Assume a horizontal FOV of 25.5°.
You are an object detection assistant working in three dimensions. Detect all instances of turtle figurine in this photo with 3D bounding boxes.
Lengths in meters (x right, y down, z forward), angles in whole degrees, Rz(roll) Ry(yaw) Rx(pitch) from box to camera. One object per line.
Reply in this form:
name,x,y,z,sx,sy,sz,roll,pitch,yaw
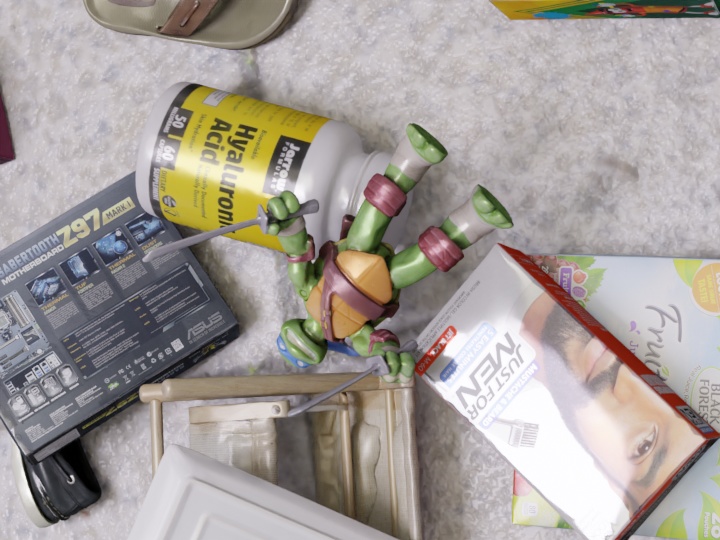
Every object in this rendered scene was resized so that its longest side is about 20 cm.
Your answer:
turtle figurine,0.000,0.000,1.094,0.194,0.200,0.144,-46,55,11

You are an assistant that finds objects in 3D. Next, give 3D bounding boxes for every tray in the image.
tray,-0.064,0.208,1.118,0.199,0.022,0.108,25,81,-12

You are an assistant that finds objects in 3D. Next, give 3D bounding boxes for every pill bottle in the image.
pill bottle,-0.064,-0.072,1.233,0.199,0.111,0.112,15,92,14

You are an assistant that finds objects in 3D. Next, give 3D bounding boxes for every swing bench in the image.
swing bench,-0.057,0.178,1.200,0.199,0.130,0.200,-1,85,-16

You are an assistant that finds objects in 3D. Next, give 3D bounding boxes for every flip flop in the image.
flip flop,-0.143,-0.227,1.298,0.199,0.058,0.081,7,89,19

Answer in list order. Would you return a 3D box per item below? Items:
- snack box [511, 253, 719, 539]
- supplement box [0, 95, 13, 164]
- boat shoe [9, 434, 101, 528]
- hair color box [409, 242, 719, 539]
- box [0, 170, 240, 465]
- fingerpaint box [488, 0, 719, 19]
snack box,0.201,0.090,1.159,0.168,0.068,0.201,3,89,21
supplement box,-0.414,-0.111,1.357,0.199,0.110,0.086,-16,83,17
boat shoe,-0.261,0.108,1.313,0.066,0.074,0.200,-17,81,14
hair color box,0.139,0.088,1.114,0.200,0.064,0.111,43,102,19
box,-0.220,0.036,1.275,0.200,0.051,0.158,-33,78,-12
fingerpaint box,0.186,-0.292,1.182,0.166,0.073,0.201,3,88,19
